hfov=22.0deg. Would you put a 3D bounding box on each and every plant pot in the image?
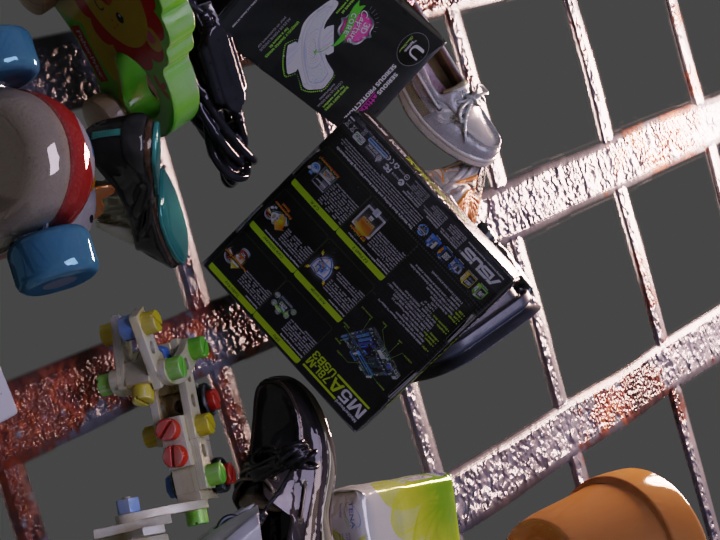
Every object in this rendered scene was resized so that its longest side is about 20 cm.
[{"bbox_3d":[0.234,0.305,1.850,0.140,0.200,0.201,-4,84,-36],"label":"plant pot"}]

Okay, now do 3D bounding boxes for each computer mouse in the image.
[{"bbox_3d":[-0.110,0.217,1.487,0.044,0.110,0.200,37,77,-14],"label":"computer mouse"}]

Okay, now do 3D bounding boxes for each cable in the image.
[{"bbox_3d":[-0.140,-0.159,1.537,0.051,0.163,0.201,-28,123,-16],"label":"cable"}]

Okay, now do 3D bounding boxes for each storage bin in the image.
[{"bbox_3d":[0.039,0.021,1.671,0.145,0.200,0.135,-33,96,-28],"label":"storage bin"}]

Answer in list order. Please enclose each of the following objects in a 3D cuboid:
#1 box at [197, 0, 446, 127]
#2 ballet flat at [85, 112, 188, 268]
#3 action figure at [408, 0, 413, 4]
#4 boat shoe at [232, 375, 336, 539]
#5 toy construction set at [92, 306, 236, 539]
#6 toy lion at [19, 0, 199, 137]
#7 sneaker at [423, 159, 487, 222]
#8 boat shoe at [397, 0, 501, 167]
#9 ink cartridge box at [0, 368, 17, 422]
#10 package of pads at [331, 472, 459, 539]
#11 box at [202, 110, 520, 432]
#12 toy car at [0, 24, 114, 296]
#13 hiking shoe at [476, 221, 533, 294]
[{"bbox_3d":[-0.052,-0.238,1.623,0.200,0.124,0.149,36,12,-41],"label":"box"},{"bbox_3d":[-0.184,-0.066,1.490,0.200,0.068,0.068,85,6,-60],"label":"ballet flat"},{"bbox_3d":[0.027,-0.308,1.759,0.065,0.099,0.201,-8,68,-54],"label":"action figure"},{"bbox_3d":[-0.067,0.190,1.583,0.073,0.074,0.201,1,79,-51],"label":"boat shoe"},{"bbox_3d":[-0.157,0.132,1.468,0.131,0.092,0.201,20,71,-74],"label":"toy construction set"},{"bbox_3d":[-0.183,-0.195,1.434,0.069,0.191,0.201,-36,111,-27],"label":"toy lion"},{"bbox_3d":[0.070,-0.079,1.829,0.200,0.092,0.076,-48,149,-70],"label":"sneaker"},{"bbox_3d":[0.073,-0.191,1.814,0.202,0.065,0.074,55,36,6],"label":"boat shoe"},{"bbox_3d":[-0.350,0.094,1.148,0.175,0.199,0.084,-30,105,-51],"label":"ink cartridge box"},{"bbox_3d":[0.030,0.291,1.683,0.154,0.068,0.201,0,80,-53],"label":"package of pads"},{"bbox_3d":[0.000,0.000,1.568,0.200,0.193,0.048,46,14,6],"label":"box"},{"bbox_3d":[-0.242,-0.060,1.367,0.200,0.176,0.185,2,67,-64],"label":"toy car"},{"bbox_3d":[0.117,0.027,1.784,0.074,0.200,0.087,-41,78,-9],"label":"hiking shoe"}]
